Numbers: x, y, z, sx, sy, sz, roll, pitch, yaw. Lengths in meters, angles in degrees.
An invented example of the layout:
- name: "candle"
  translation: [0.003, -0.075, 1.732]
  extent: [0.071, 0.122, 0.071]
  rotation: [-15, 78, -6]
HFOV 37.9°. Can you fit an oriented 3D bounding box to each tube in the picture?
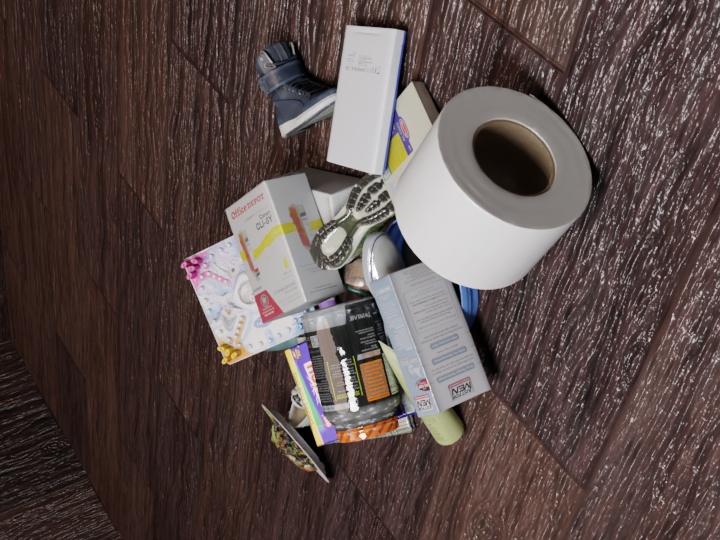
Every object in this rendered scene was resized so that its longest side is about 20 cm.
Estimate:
- name: "tube"
  translation: [0.094, 0.182, 1.563]
  extent: [0.058, 0.052, 0.201]
  rotation: [-15, 129, 26]

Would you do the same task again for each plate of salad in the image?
- name: "plate of salad"
  translation: [-0.133, 0.342, 2.041]
  extent: [0.200, 0.048, 0.200]
  rotation: [48, 169, 12]

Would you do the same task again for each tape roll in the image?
- name: "tape roll"
  translation: [0.155, -0.097, 1.251]
  extent: [0.204, 0.201, 0.139]
  rotation: [60, 147, 19]

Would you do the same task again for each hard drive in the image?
- name: "hard drive"
  translation: [0.007, -0.249, 1.521]
  extent: [0.132, 0.025, 0.202]
  rotation: [23, 107, 54]

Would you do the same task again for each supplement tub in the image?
- name: "supplement tub"
  translation: [-0.010, 0.148, 1.581]
  extent: [0.122, 0.122, 0.202]
  rotation: [-14, 88, 59]

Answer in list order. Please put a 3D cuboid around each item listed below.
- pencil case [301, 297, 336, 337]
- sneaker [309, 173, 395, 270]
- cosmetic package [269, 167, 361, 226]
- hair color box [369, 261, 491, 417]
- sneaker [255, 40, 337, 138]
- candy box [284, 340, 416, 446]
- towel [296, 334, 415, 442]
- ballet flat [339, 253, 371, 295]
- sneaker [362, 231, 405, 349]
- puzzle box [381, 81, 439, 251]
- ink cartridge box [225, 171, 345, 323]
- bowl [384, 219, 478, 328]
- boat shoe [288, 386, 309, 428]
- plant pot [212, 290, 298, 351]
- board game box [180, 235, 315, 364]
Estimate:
- name: "pencil case"
  translation: [-0.069, 0.089, 1.840]
  extent: [0.083, 0.085, 0.202]
  rotation: [-10, 99, 22]
- name: "sneaker"
  translation: [0.012, -0.079, 1.579]
  extent: [0.200, 0.088, 0.077]
  rotation: [-42, 71, 15]
- name: "cosmetic package"
  translation: [-0.059, -0.099, 1.711]
  extent: [0.199, 0.084, 0.109]
  rotation: [18, 123, 56]
- name: "hair color box"
  translation: [0.098, 0.092, 1.468]
  extent: [0.061, 0.098, 0.202]
  rotation: [-25, 84, 58]
- name: "sneaker"
  translation: [-0.099, -0.302, 1.674]
  extent: [0.202, 0.076, 0.148]
  rotation: [-11, 99, 61]
- name: "candy box"
  translation: [-0.005, 0.170, 1.693]
  extent: [0.199, 0.077, 0.171]
  rotation: [-23, 86, 29]
- name: "towel"
  translation: [-0.015, 0.189, 1.764]
  extent: [0.191, 0.034, 0.202]
  rotation: [-12, 96, 31]
- name: "ballet flat"
  translation: [0.000, 0.000, 1.678]
  extent: [0.200, 0.067, 0.068]
  rotation: [-164, 88, -77]
- name: "sneaker"
  translation: [0.063, 0.037, 1.538]
  extent: [0.070, 0.073, 0.202]
  rotation: [0, 115, 49]
- name: "puzzle box"
  translation: [0.082, -0.145, 1.467]
  extent: [0.133, 0.025, 0.202]
  rotation: [-45, 59, 46]
- name: "ink cartridge box"
  translation: [-0.123, -0.035, 1.666]
  extent: [0.145, 0.083, 0.202]
  rotation: [-26, 81, 53]
- name: "bowl"
  translation: [0.102, 0.015, 1.556]
  extent: [0.200, 0.039, 0.203]
  rotation: [34, 133, 46]
- name: "boat shoe"
  translation: [-0.094, 0.232, 1.960]
  extent: [0.071, 0.069, 0.201]
  rotation: [56, 147, 24]
- name: "plant pot"
  translation: [-0.197, 0.060, 1.904]
  extent: [0.200, 0.133, 0.202]
  rotation: [164, 90, -85]
- name: "board game box"
  translation: [-0.192, 0.039, 1.797]
  extent: [0.199, 0.026, 0.202]
  rotation: [-23, 90, 23]
